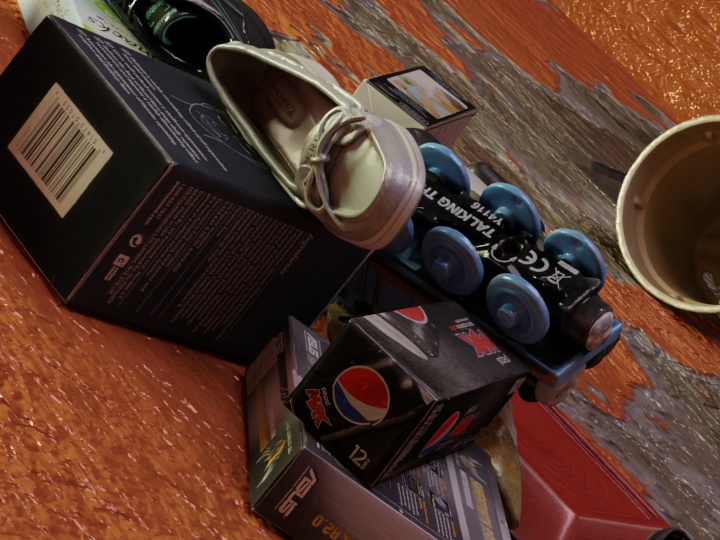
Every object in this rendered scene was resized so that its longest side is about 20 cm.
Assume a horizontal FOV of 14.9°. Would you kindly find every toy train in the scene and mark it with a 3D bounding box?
[{"bbox_3d":[0.069,0.006,1.692,0.200,0.115,0.087,34,50,24],"label":"toy train"}]

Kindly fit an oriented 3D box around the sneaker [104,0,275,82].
[{"bbox_3d":[-0.141,-0.199,1.897,0.200,0.075,0.079,40,16,2],"label":"sneaker"}]

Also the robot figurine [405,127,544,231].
[{"bbox_3d":[0.043,-0.020,1.928,0.200,0.150,0.125,45,-1,21],"label":"robot figurine"}]

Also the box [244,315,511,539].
[{"bbox_3d":[0.011,0.120,1.562,0.158,0.048,0.200,36,14,-16],"label":"box"}]

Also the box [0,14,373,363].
[{"bbox_3d":[-0.116,-0.044,1.628,0.200,0.107,0.149,20,23,-51],"label":"box"}]

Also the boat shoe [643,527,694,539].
[{"bbox_3d":[0.180,0.205,1.684,0.074,0.073,0.200,37,14,-8],"label":"boat shoe"}]

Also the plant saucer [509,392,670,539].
[{"bbox_3d":[0.117,0.128,1.846,0.200,0.037,0.200,47,15,27],"label":"plant saucer"}]

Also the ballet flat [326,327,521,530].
[{"bbox_3d":[0.057,0.080,1.749,0.200,0.071,0.071,47,16,34],"label":"ballet flat"}]

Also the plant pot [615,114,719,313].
[{"bbox_3d":[0.376,-0.034,2.759,0.200,0.200,0.183,46,5,25],"label":"plant pot"}]

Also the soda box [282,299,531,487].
[{"bbox_3d":[0.030,0.065,1.550,0.071,0.063,0.200,42,13,12],"label":"soda box"}]

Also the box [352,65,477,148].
[{"bbox_3d":[0.016,-0.090,2.106,0.060,0.117,0.200,38,15,7],"label":"box"}]

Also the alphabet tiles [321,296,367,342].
[{"bbox_3d":[0.000,0.000,1.780,0.199,0.008,0.167,4,36,-17],"label":"alphabet tiles"}]

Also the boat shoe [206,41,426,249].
[{"bbox_3d":[-0.028,-0.076,1.598,0.065,0.075,0.202,22,18,-35],"label":"boat shoe"}]

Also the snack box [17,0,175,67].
[{"bbox_3d":[-0.159,-0.136,1.921,0.142,0.053,0.200,31,16,-26],"label":"snack box"}]

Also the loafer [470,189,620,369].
[{"bbox_3d":[0.096,-0.011,1.764,0.200,0.072,0.063,35,43,29],"label":"loafer"}]
